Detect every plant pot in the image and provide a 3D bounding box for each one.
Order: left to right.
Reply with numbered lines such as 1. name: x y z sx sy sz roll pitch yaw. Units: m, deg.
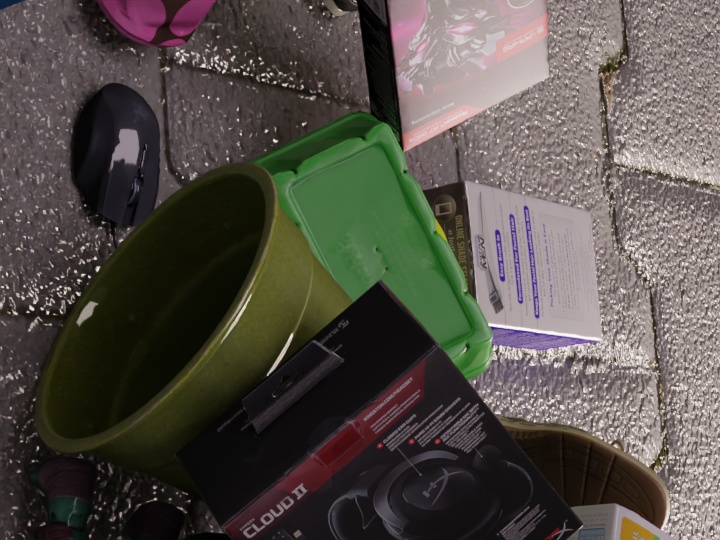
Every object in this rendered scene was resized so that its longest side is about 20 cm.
1. plant pot: -0.054 0.071 1.195 0.190 0.200 0.200 39 51 -26

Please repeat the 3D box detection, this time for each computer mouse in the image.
1. computer mouse: -0.146 -0.021 1.267 0.059 0.034 0.201 8 75 -52

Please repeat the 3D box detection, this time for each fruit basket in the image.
1. fruit basket: 0.000 0.000 1.388 0.155 0.216 0.216 -27 105 -15

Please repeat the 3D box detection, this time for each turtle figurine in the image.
1. turtle figurine: -0.162 0.211 1.138 0.150 0.100 0.200 46 42 -36

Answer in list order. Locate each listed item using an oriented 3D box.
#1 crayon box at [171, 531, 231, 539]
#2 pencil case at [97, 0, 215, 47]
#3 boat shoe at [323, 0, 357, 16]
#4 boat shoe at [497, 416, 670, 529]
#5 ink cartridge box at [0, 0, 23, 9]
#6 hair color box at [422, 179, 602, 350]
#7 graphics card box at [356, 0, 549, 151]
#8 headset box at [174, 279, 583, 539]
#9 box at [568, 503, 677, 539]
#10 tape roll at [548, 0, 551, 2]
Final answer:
1. crayon box: -0.083 0.216 1.169 0.200 0.058 0.119 53 42 -83
2. pencil case: -0.079 -0.227 1.280 0.091 0.200 0.094 56 23 11
3. boat shoe: 0.027 -0.259 1.530 0.200 0.067 0.072 -50 121 -45
4. boat shoe: 0.139 0.140 1.464 0.063 0.200 0.074 -9 113 -57
5. ink cartridge box: -0.255 -0.257 1.145 0.200 0.084 0.145 32 56 -43
6. hair color box: 0.111 0.000 1.564 0.200 0.065 0.110 11 72 -57
7. graphics card box: 0.061 -0.180 1.338 0.125 0.051 0.200 -27 144 -14
8. headset box: 0.008 0.115 1.105 0.149 0.077 0.200 -41 128 -1
9. box: 0.115 0.234 1.400 0.101 0.200 0.113 34 56 -44
10. tape roll: 0.137 -0.258 1.560 0.037 0.202 0.203 59 41 -25
